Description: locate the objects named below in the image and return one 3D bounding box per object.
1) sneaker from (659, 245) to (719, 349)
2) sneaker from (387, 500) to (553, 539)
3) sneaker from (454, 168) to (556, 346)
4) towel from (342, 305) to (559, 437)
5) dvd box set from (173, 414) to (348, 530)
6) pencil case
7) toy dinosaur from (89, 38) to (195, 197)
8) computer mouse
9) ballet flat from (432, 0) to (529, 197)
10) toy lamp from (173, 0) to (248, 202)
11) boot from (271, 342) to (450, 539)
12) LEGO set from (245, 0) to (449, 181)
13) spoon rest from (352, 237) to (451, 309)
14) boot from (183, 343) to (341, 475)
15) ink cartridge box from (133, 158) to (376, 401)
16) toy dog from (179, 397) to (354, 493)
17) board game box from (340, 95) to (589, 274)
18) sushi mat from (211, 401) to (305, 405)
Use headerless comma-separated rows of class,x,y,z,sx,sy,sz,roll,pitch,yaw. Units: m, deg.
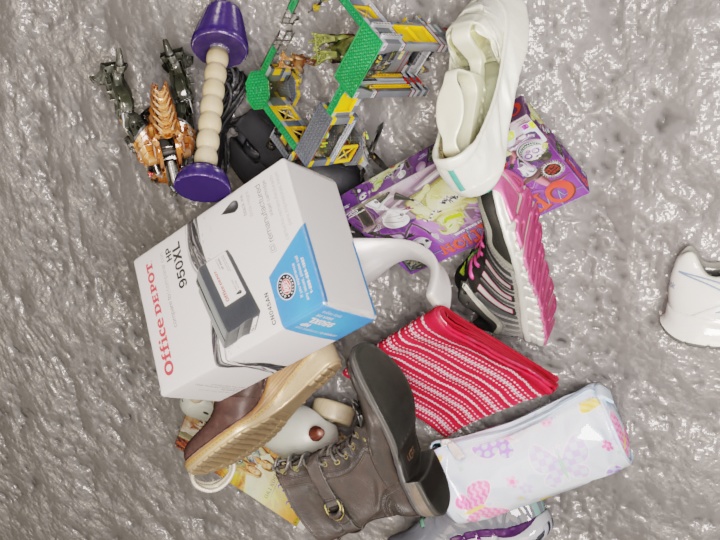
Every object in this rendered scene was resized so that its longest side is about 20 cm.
sneaker,0.359,0.025,0.696,0.198,0.074,0.088,3,108,21
sneaker,0.111,0.267,0.920,0.199,0.074,0.088,-20,84,23
sneaker,0.123,-0.006,0.758,0.087,0.074,0.201,0,137,25
towel,0.082,0.106,0.812,0.144,0.023,0.200,32,146,-13
dvd box set,-0.123,0.211,1.006,0.199,0.029,0.147,31,120,9
pencil case,0.167,0.182,0.822,0.199,0.083,0.091,-24,93,20
toy dinosaur,-0.194,-0.148,0.820,0.199,0.101,0.137,-22,83,53
computer mouse,-0.087,-0.103,0.841,0.199,0.053,0.139,30,120,9
ballet flat,0.094,-0.161,0.669,0.069,0.069,0.202,3,74,22
toy lamp,-0.137,-0.164,0.773,0.058,0.058,0.202,-10,65,27
boot,-0.019,0.183,0.818,0.173,0.069,0.202,-20,97,30
LEGO set,-0.005,-0.187,0.756,0.154,0.115,0.201,48,129,28
spoon rest,0.000,0.000,0.799,0.198,0.061,0.099,7,152,33
boot,-0.132,0.093,0.857,0.200,0.072,0.167,-40,65,-3
ink cartridge box,-0.102,0.016,0.755,0.199,0.084,0.146,-30,65,26
toy dog,-0.104,0.168,0.905,0.198,0.096,0.133,-2,70,-3
board game box,0.093,-0.070,0.758,0.199,0.033,0.120,-26,139,30
sushi mat,-0.135,0.070,0.891,0.095,0.012,0.202,-21,76,0
